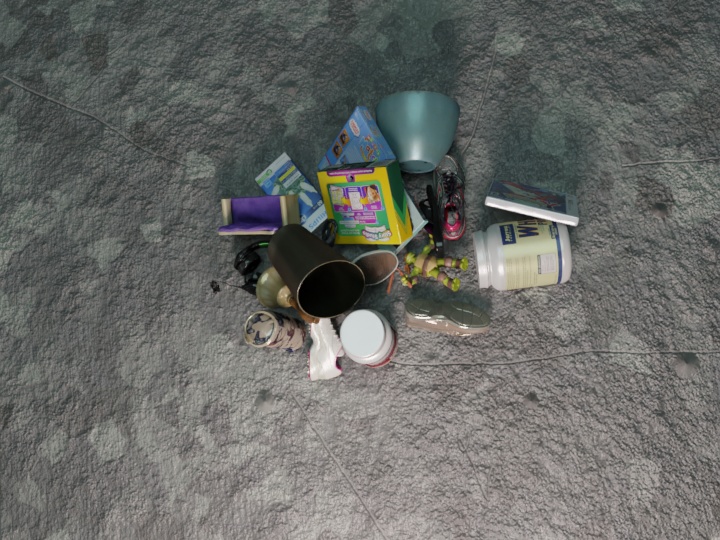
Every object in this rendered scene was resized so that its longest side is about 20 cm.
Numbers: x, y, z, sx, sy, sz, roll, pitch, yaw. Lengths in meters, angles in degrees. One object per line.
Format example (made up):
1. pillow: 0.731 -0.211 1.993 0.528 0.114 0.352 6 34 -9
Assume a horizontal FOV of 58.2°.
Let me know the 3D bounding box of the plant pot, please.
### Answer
1. plant pot: 0.129 -0.303 1.479 0.194 0.200 0.139 0 80 10

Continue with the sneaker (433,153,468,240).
1. sneaker: 0.213 -0.177 1.504 0.078 0.075 0.206 -8 77 8

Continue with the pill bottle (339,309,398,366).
1. pill bottle: 0.018 0.148 1.408 0.111 0.200 0.118 -2 78 9

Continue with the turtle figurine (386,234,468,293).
1. turtle figurine: 0.156 -0.004 1.478 0.158 0.065 0.202 19 60 27

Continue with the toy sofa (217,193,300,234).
1. toy sofa: -0.244 -0.132 1.522 0.195 0.097 0.085 1 100 32

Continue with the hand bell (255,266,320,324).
1. hand bell: -0.148 0.072 1.451 0.105 0.104 0.199 -54 40 -3

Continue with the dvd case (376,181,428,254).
1. dvd case: 0.060 -0.147 1.502 0.146 0.022 0.203 -44 63 34

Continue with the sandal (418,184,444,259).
1. sandal: 0.156 -0.117 1.472 0.047 0.076 0.204 -7 52 4

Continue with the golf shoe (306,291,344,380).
1. golf shoe: -0.078 0.151 1.483 0.089 0.075 0.206 2 100 -2

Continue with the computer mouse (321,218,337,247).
1. computer mouse: -0.096 -0.027 1.518 0.058 0.034 0.203 40 113 33

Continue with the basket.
1. basket: -0.113 -0.008 1.415 0.199 0.177 0.139 40 114 42

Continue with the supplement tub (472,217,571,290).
1. supplement tub: 0.350 -0.036 1.415 0.194 0.145 0.149 -7 78 8

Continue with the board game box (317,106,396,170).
1. board game box: -0.013 -0.253 1.509 0.200 0.036 0.154 -48 62 43

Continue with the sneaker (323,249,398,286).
1. sneaker: 0.000 0.000 1.490 0.196 0.085 0.074 -25 101 18

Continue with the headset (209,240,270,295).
1. headset: -0.262 0.002 1.540 0.196 0.094 0.126 -25 75 -8

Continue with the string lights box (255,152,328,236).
1. string lights box: -0.155 -0.175 1.574 0.102 0.059 0.201 -40 76 -1

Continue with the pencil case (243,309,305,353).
1. pencil case: -0.191 0.139 1.446 0.089 0.200 0.078 -45 72 4

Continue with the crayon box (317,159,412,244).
1. crayon box: 0.009 -0.150 1.453 0.196 0.058 0.177 3 116 38

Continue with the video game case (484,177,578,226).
1. video game case: 0.379 -0.155 1.425 0.195 0.182 0.024 14 114 12

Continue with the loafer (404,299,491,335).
1. loafer: 0.195 0.112 1.465 0.194 0.064 0.073 9 47 8
